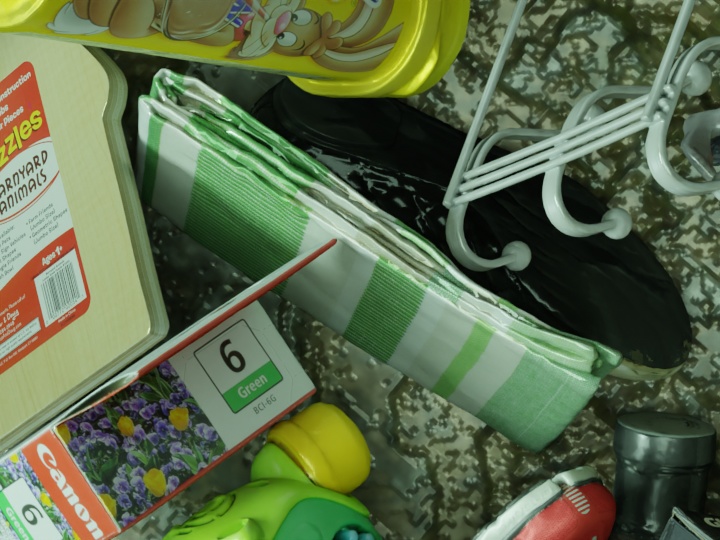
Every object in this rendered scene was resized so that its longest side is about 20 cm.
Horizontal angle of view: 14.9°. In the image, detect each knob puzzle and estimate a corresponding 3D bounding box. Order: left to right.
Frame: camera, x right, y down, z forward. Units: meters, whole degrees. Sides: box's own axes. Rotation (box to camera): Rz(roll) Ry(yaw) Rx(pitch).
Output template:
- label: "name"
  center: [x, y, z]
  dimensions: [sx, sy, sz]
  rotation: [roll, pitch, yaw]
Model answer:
- label: "knob puzzle"
  center: [-0.150, -0.025, 1.091]
  dimensions: [0.219, 0.030, 0.221]
  rotation: [-8, 79, 44]

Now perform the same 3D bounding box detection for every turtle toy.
- label: "turtle toy"
  center: [-0.038, 0.153, 1.084]
  dimensions: [0.145, 0.200, 0.101]
  rotation: [-35, 64, -19]

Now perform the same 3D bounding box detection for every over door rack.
- label: "over door rack"
  center: [0.103, -0.104, 0.997]
  dimensions: [0.066, 0.148, 0.201]
  rotation: [19, 70, -25]

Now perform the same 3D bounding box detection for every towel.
- label: "towel"
  center: [0.000, 0.000, 1.061]
  dimensions: [0.199, 0.153, 0.023]
  rotation: [32, 75, 1]

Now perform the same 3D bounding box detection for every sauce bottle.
- label: "sauce bottle"
  center: [0.115, 0.159, 1.109]
  dimensions: [0.066, 0.066, 0.201]
  rotation: [8, 101, 6]

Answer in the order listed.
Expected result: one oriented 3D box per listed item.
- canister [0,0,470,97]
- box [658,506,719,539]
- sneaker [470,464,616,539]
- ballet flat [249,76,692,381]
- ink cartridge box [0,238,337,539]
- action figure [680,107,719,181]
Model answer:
- label: "canister"
  center: [-0.053, -0.145, 0.996]
  dimensions: [0.086, 0.199, 0.150]
  rotation: [4, 90, 44]
- label: "box"
  center: [0.153, 0.195, 1.057]
  dimensions: [0.198, 0.050, 0.201]
  rotation: [12, 107, -41]
- label: "sneaker"
  center: [0.070, 0.165, 1.074]
  dimensions: [0.085, 0.077, 0.201]
  rotation: [37, 127, 31]
- label: "ballet flat"
  center: [0.044, -0.016, 1.102]
  dimensions: [0.199, 0.067, 0.057]
  rotation: [32, 142, 2]
- label: "ink cartridge box"
  center: [-0.080, 0.062, 1.042]
  dimensions: [0.050, 0.109, 0.200]
  rotation: [56, 143, -1]
- label: "action figure"
  center: [0.201, -0.101, 1.037]
  dimensions: [0.193, 0.105, 0.200]
  rotation: [-44, 117, 7]
